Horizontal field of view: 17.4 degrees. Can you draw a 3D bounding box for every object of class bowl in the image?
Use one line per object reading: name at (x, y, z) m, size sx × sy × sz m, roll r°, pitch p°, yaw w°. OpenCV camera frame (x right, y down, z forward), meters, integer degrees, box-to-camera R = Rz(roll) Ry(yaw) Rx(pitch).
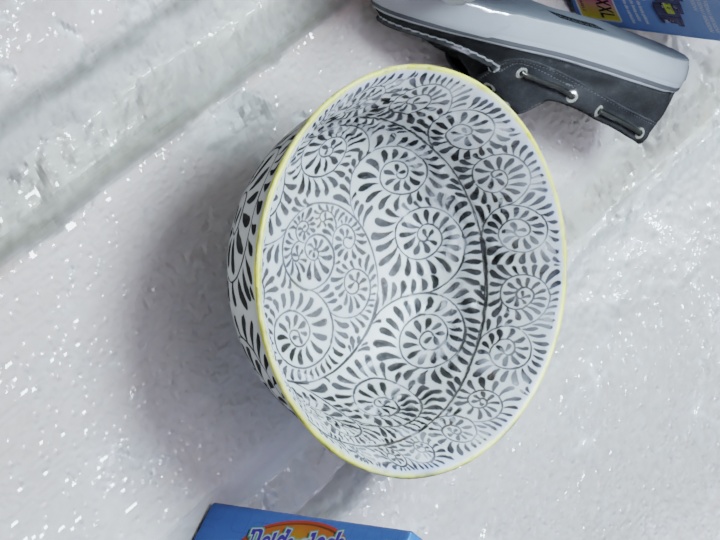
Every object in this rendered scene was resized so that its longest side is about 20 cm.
bowl at (0.000, 0.000, 1.168) m, size 0.201 × 0.094 × 0.201 m, roll 0°, pitch 91°, yaw -40°

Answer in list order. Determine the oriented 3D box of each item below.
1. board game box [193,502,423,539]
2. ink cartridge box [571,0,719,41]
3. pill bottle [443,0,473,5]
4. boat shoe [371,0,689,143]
board game box at (0.029, 0.187, 1.159) m, size 0.200 × 0.152 × 0.045 m, roll 42°, pitch 65°, yaw -34°
ink cartridge box at (0.221, -0.192, 1.275) m, size 0.136 × 0.200 × 0.076 m, roll -52°, pitch 132°, yaw -26°
pill bottle at (0.119, -0.213, 1.180) m, size 0.200 × 0.114 × 0.114 m, roll -24°, pitch 107°, yaw -13°
boat shoe at (0.086, -0.110, 1.261) m, size 0.200 × 0.070 × 0.066 m, roll 11°, pitch 108°, yaw -35°
